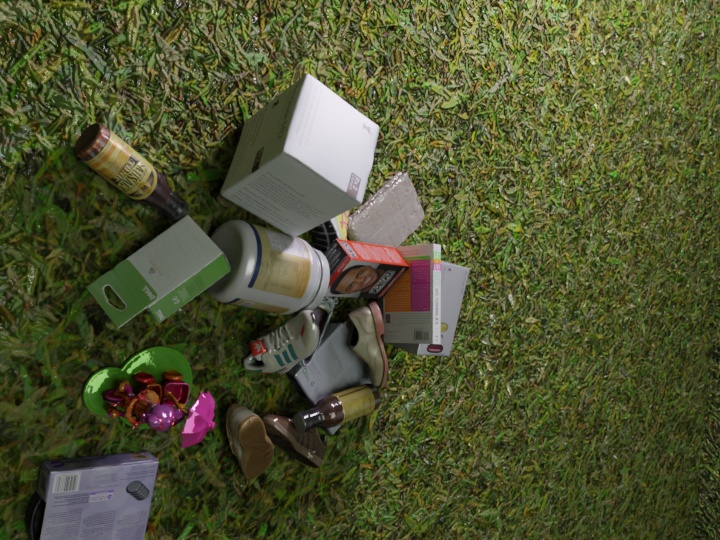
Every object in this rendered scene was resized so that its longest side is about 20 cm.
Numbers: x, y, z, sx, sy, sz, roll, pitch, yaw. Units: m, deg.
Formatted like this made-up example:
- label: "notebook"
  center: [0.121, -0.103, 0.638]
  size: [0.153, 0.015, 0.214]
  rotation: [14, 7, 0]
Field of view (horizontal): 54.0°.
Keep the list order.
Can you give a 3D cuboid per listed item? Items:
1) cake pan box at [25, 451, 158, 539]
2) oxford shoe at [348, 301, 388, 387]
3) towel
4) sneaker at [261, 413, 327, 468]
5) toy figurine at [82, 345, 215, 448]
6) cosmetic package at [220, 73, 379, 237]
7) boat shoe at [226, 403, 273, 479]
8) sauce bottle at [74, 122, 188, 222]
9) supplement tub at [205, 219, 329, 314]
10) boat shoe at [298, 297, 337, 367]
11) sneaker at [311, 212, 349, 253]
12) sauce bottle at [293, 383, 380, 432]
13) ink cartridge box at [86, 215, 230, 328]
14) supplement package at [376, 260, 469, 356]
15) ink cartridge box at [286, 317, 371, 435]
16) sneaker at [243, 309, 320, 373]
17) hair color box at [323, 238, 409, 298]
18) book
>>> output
- label: "cake pan box"
  center: [-0.452, 0.407, 1.187]
  size: [0.199, 0.052, 0.186]
  rotation: [5, 96, -43]
- label: "oxford shoe"
  center: [0.012, 0.162, 1.489]
  size: [0.073, 0.071, 0.201]
  rotation: [-14, 113, -14]
- label: "towel"
  center: [0.052, -0.107, 1.514]
  size: [0.200, 0.034, 0.133]
  rotation: [-42, 126, -24]
- label: "sneaker"
  center: [-0.136, 0.332, 1.456]
  size: [0.200, 0.070, 0.076]
  rotation: [54, 47, -41]
- label: "toy figurine"
  center: [-0.325, 0.221, 1.158]
  size: [0.199, 0.183, 0.151]
  rotation: [6, 98, -42]
- label: "cosmetic package"
  center: [-0.101, -0.185, 1.189]
  size: [0.164, 0.199, 0.166]
  rotation: [30, 57, -30]
- label: "boat shoe"
  center: [-0.218, 0.326, 1.365]
  size: [0.073, 0.069, 0.201]
  rotation: [-30, 141, -29]
- label: "sauce bottle"
  center: [-0.352, -0.147, 1.111]
  size: [0.200, 0.066, 0.066]
  rotation: [41, 74, -43]
- label: "supplement tub"
  center: [-0.167, 0.000, 1.267]
  size: [0.199, 0.144, 0.146]
  rotation: [16, 91, -44]
- label: "boat shoe"
  center: [-0.089, 0.095, 1.418]
  size: [0.074, 0.065, 0.203]
  rotation: [38, 73, -42]
- label: "sneaker"
  center: [-0.048, -0.109, 1.394]
  size: [0.090, 0.078, 0.201]
  rotation: [-31, 123, -41]
- label: "sauce bottle"
  center: [-0.049, 0.285, 1.455]
  size: [0.199, 0.064, 0.065]
  rotation: [-10, 109, -40]
- label: "ink cartridge box"
  center: [-0.322, 0.012, 1.138]
  size: [0.200, 0.104, 0.059]
  rotation: [-39, 155, -17]
- label: "supplement package"
  center: [0.128, 0.070, 1.548]
  size: [0.110, 0.155, 0.202]
  rotation: [8, 96, -44]
- label: "ink cartridge box"
  center: [-0.045, 0.214, 1.510]
  size: [0.200, 0.040, 0.200]
  rotation: [-44, 128, -26]
- label: "sneaker"
  center: [-0.151, 0.140, 1.313]
  size: [0.093, 0.200, 0.071]
  rotation: [0, 60, -36]
- label: "hair color box"
  center: [0.000, 0.000, 1.401]
  size: [0.199, 0.061, 0.102]
  rotation: [5, 131, -52]
- label: "book"
  center: [0.107, 0.050, 1.462]
  size: [0.048, 0.133, 0.202]
  rotation: [7, 83, -45]
